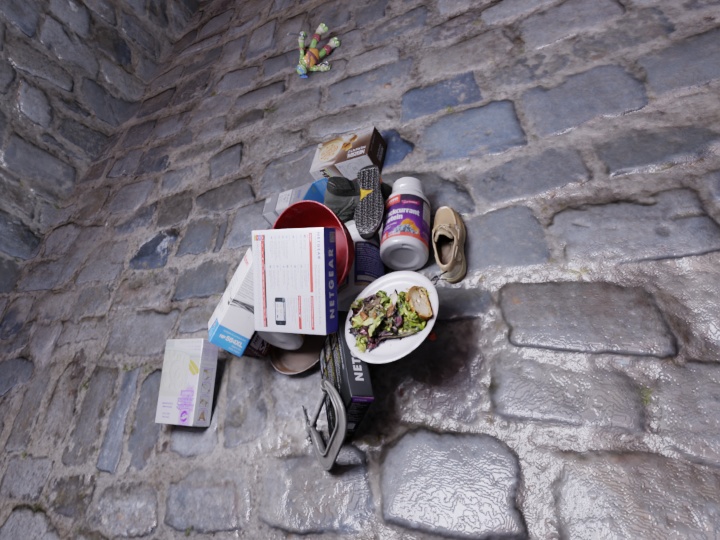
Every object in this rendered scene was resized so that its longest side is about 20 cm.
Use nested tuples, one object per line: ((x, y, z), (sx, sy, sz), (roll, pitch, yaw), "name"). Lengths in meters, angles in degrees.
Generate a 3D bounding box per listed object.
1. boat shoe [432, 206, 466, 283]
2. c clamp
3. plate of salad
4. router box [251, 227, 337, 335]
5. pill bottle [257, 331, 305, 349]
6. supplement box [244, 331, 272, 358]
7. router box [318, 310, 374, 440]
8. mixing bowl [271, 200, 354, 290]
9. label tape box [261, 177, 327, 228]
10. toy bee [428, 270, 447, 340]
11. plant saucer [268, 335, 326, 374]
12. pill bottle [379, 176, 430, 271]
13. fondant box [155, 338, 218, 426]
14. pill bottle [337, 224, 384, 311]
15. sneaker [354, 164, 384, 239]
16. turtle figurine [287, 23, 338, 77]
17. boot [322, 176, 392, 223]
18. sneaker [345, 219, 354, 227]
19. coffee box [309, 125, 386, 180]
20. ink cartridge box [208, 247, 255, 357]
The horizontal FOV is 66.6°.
((0.190, -0.072, 1.193), (0.070, 0.065, 0.204), (-21, 47, 21), "boat shoe")
((-0.076, 0.286, 1.059), (0.203, 0.026, 0.174), (-65, 36, 40), "c clamp")
((0.052, 0.078, 1.028), (0.195, 0.048, 0.204), (-20, 46, 21), "plate of salad")
((-0.132, 0.020, 1.090), (0.175, 0.048, 0.207), (1, 93, 29), "router box")
((-0.156, 0.067, 1.263), (0.114, 0.117, 0.204), (-3, 55, 35), "pill bottle")
((-0.279, 0.146, 1.354), (0.197, 0.061, 0.111), (-3, 55, 50), "supplement box")
((-0.033, 0.207, 1.088), (0.203, 0.050, 0.151), (-103, 27, -43), "router box")
((-0.086, -0.039, 1.150), (0.195, 0.108, 0.207), (1, 93, 28), "mixing bowl")
((-0.141, -0.148, 1.445), (0.195, 0.145, 0.065), (-14, 48, 28), "label tape box")
((0.101, 0.099, 1.091), (0.197, 0.130, 0.111), (-28, 87, 25), "toy bee")
((-0.130, 0.153, 1.282), (0.196, 0.032, 0.205), (-20, 47, 23), "plant saucer")
((0.105, -0.111, 1.254), (0.109, 0.112, 0.205), (-14, 50, 27), "pill bottle")
((-0.425, 0.274, 1.348), (0.141, 0.058, 0.207), (-7, 74, 33), "fondant box")
((0.000, 0.000, 1.243), (0.113, 0.116, 0.204), (-19, 48, 23), "pill bottle")
((0.031, -0.144, 1.268), (0.068, 0.091, 0.205), (-10, 55, 16), "sneaker")
((-0.153, -0.803, 1.981), (0.141, 0.201, 0.196), (28, 68, 11), "turtle figurine")
((-0.012, -0.166, 1.402), (0.069, 0.194, 0.133), (-105, 26, -44), "boot")
((-0.087, -0.068, 1.384), (0.198, 0.086, 0.079), (-35, 43, 9), "sneaker")
((-0.034, -0.315, 1.545), (0.195, 0.080, 0.117), (-9, 52, 32), "coffee box")
((-0.257, 0.066, 1.223), (0.204, 0.083, 0.146), (-60, 19, 2), "ink cartridge box")
